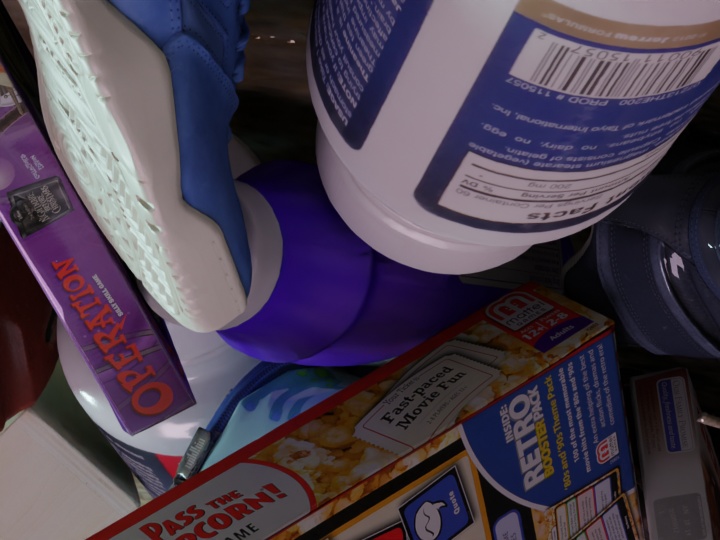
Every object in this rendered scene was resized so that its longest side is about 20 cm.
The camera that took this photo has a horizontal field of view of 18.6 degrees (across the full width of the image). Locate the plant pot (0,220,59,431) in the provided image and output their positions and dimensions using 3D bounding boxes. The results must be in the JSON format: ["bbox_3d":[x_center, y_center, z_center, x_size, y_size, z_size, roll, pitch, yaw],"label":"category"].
[{"bbox_3d":[-0.227,-0.009,0.842,0.195,0.201,0.201,-2,149,21],"label":"plant pot"}]

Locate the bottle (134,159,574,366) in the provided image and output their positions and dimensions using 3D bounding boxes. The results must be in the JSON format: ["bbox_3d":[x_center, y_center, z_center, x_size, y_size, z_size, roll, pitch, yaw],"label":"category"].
[{"bbox_3d":[0.000,0.000,0.746,0.083,0.065,0.200,-7,173,31],"label":"bottle"}]

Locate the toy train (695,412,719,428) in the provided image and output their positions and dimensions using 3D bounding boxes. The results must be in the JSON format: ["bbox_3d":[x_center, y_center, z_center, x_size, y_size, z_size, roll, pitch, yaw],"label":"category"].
[{"bbox_3d":[0.173,0.108,0.793,0.200,0.116,0.085,7,-166,-36],"label":"toy train"}]

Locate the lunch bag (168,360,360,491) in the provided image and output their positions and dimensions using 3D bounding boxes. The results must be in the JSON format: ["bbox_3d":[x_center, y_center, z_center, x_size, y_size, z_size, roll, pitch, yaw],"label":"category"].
[{"bbox_3d":[0.007,0.133,0.804,0.200,0.161,0.082,31,173,-40],"label":"lunch bag"}]

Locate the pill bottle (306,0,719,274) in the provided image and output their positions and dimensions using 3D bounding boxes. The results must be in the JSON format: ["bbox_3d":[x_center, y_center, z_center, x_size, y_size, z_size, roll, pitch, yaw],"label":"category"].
[{"bbox_3d":[0.047,-0.074,0.604,0.111,0.111,0.200,20,154,-4],"label":"pill bottle"}]

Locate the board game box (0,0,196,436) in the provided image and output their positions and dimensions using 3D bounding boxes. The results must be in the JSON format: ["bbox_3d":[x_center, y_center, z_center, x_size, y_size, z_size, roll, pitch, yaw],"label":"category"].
[{"bbox_3d":[-0.113,-0.056,0.680,0.200,0.032,0.120,65,174,-34],"label":"board game box"}]

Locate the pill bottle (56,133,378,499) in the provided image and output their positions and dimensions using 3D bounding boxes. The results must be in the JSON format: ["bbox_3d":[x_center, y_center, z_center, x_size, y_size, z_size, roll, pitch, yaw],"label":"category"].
[{"bbox_3d":[-0.051,0.032,0.868,0.119,0.120,0.200,8,153,21],"label":"pill bottle"}]

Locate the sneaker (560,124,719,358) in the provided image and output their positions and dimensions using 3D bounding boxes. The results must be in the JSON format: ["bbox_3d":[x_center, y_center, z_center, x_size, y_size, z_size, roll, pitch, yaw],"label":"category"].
[{"bbox_3d":[0.159,0.011,0.748,0.146,0.077,0.202,5,160,44],"label":"sneaker"}]

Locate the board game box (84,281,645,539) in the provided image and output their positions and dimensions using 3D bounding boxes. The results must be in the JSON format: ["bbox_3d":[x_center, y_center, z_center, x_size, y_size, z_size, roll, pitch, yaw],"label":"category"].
[{"bbox_3d":[0.005,0.116,0.712,0.046,0.200,0.152,28,138,48],"label":"board game box"}]

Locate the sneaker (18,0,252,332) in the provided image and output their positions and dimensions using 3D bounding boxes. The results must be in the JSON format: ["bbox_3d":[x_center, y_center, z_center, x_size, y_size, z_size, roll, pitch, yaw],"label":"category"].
[{"bbox_3d":[-0.039,-0.086,0.600,0.077,0.111,0.200,29,144,57],"label":"sneaker"}]

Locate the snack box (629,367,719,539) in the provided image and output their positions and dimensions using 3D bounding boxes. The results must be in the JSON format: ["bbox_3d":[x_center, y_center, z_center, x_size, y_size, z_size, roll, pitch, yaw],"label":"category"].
[{"bbox_3d":[0.133,0.117,0.827,0.024,0.072,0.200,-12,144,11],"label":"snack box"}]

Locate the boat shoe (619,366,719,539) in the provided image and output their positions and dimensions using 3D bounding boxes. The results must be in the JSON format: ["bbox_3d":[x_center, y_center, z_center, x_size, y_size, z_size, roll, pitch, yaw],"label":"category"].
[{"bbox_3d":[0.155,0.090,0.913,0.075,0.075,0.202,-11,151,33],"label":"boat shoe"}]

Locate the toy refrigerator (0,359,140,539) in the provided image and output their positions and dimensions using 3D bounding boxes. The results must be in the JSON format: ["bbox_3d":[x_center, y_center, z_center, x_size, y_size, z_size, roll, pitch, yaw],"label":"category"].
[{"bbox_3d":[-0.153,0.074,0.949,0.070,0.076,0.200,44,-178,-18],"label":"toy refrigerator"}]
